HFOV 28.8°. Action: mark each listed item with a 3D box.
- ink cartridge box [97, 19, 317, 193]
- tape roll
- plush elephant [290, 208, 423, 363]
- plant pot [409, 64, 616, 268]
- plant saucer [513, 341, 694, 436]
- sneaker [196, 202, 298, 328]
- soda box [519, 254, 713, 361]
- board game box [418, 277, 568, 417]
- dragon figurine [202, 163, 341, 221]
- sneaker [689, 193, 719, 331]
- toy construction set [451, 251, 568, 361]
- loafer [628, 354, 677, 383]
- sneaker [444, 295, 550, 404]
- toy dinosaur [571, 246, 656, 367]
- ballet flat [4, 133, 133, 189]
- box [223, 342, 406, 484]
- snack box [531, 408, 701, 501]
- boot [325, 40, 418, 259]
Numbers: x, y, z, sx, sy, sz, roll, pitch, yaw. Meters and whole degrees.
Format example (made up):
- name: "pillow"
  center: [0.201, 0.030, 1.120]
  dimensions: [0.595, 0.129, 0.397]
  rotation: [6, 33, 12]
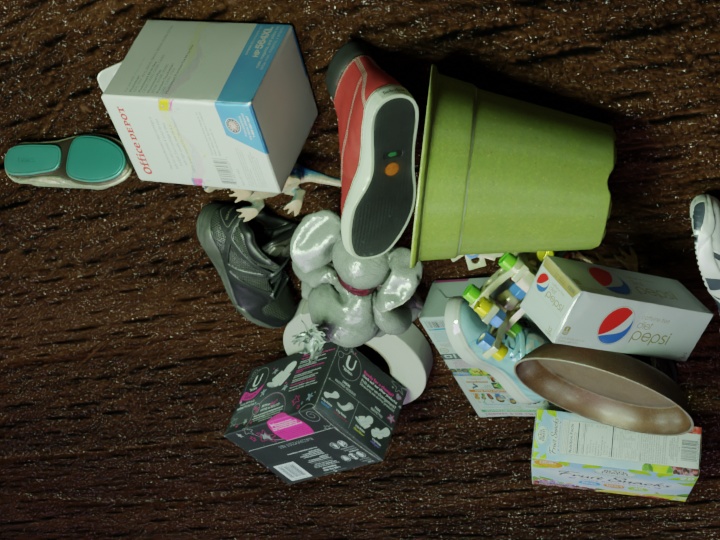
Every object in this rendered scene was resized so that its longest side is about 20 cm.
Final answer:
- name: "ink cartridge box"
  center: [-0.167, -0.177, 1.481]
  dimensions: [0.198, 0.126, 0.129]
  rotation: [7, 141, 21]
- name: "tape roll"
  center: [-0.004, 0.105, 1.830]
  dimensions: [0.200, 0.037, 0.204]
  rotation: [15, 144, 11]
- name: "plush elephant"
  center: [0.000, 0.000, 1.600]
  dimensions: [0.164, 0.200, 0.156]
  rotation: [33, 123, 5]
- name: "plant pot"
  center: [0.151, -0.091, 1.386]
  dimensions: [0.187, 0.202, 0.201]
  rotation: [7, 143, 2]
- name: "plant saucer"
  center: [0.261, 0.122, 1.492]
  dimensions: [0.198, 0.035, 0.201]
  rotation: [19, 162, 6]
- name: "sneaker"
  center: [-0.112, 0.000, 1.720]
  dimensions: [0.113, 0.077, 0.201]
  rotation: [4, 135, 35]
- name: "soda box"
  center: [0.263, 0.040, 1.429]
  dimensions: [0.198, 0.068, 0.064]
  rotation: [9, 118, -35]
- name: "board game box"
  center: [0.179, 0.095, 1.693]
  dimensions: [0.146, 0.065, 0.201]
  rotation: [-3, 136, 31]
- name: "dragon figurine"
  center: [-0.094, -0.113, 1.579]
  dimensions: [0.198, 0.100, 0.059]
  rotation: [-12, 134, 12]
- name: "sneaker"
  center: [0.418, -0.002, 1.434]
  dimensions: [0.128, 0.080, 0.201]
  rotation: [-16, 111, 17]
- name: "toy construction set"
  center: [0.157, -0.002, 1.501]
  dimensions: [0.092, 0.201, 0.131]
  rotation: [31, 110, -24]
- name: "loafer"
  center: [0.322, 0.115, 1.631]
  dimensions: [0.072, 0.072, 0.201]
  rotation: [3, 140, 25]
- name: "sneaker"
  center: [0.173, 0.082, 1.571]
  dimensions: [0.081, 0.075, 0.200]
  rotation: [-16, 142, 35]
- name: "toy dinosaur"
  center: [0.278, 0.031, 1.546]
  dimensions: [0.200, 0.060, 0.107]
  rotation: [42, 147, 27]
- name: "ballet flat"
  center: [-0.346, -0.130, 1.711]
  dimensions: [0.198, 0.068, 0.062]
  rotation: [6, 169, 28]
- name: "box"
  center: [-0.058, 0.187, 1.836]
  dimensions: [0.132, 0.116, 0.199]
  rotation: [40, 143, -24]
- name: "snack box"
  center: [0.311, 0.229, 1.724]
  dimensions: [0.197, 0.069, 0.169]
  rotation: [5, 161, 8]
- name: "boot"
  center: [0.000, -0.125, 1.441]
  dimensions: [0.072, 0.145, 0.202]
  rotation: [-7, 126, -23]
